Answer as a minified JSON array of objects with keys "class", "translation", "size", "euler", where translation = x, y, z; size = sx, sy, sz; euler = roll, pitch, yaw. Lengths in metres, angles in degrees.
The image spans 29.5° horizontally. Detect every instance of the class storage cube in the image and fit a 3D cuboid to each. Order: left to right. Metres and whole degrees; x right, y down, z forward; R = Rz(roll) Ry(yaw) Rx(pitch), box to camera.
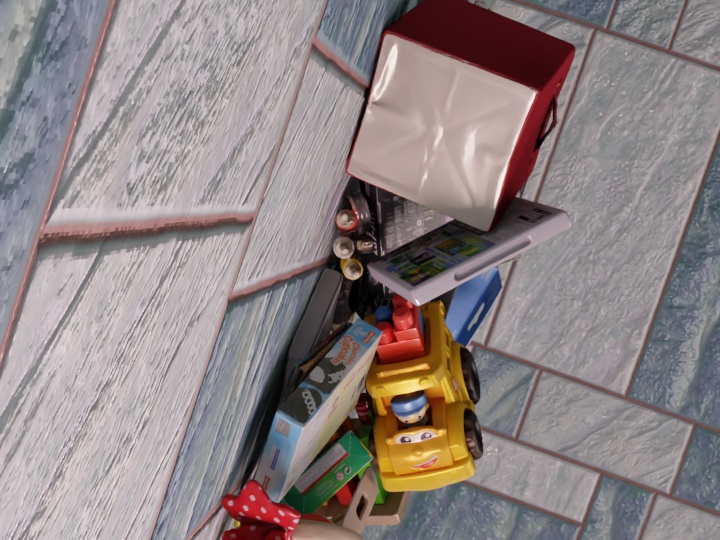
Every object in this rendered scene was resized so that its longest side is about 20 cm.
[{"class":"storage cube","translation":[0.106,-0.174,1.467],"size":[0.180,0.199,0.172],"euler":[-50,161,-59]}]

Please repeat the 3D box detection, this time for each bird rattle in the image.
[{"class":"bird rattle","translation":[-0.075,0.273,1.419],"size":[0.200,0.162,0.113],"euler":[119,-24,-57]}]

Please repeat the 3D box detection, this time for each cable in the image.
[{"class":"cable","translation":[-0.019,-0.037,1.590],"size":[0.200,0.050,0.098],"euler":[170,-88,-80]}]

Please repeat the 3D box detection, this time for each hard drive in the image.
[{"class":"hard drive","translation":[-0.065,0.109,1.615],"size":[0.201,0.026,0.132],"euler":[105,6,-51]}]

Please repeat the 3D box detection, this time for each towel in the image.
[{"class":"towel","translation":[-0.072,0.163,1.544],"size":[0.147,0.022,0.201],"euler":[-40,155,-61]}]

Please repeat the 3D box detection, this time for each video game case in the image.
[{"class":"video game case","translation":[0.111,-0.026,1.458],"size":[0.022,0.181,0.200],"euler":[65,-8,-13]}]

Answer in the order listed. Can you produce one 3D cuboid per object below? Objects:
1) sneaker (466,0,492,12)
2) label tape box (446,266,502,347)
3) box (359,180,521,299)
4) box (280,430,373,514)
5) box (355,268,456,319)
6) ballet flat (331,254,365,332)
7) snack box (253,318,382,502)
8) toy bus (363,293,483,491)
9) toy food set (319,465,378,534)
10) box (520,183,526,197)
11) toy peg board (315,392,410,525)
[{"class":"sneaker","translation":[0.081,-0.255,1.647],"size":[0.201,0.108,0.067],"euler":[-40,-150,-8]},{"class":"label tape box","translation":[0.117,0.006,1.839],"size":[0.201,0.066,0.144],"euler":[-99,-149,-51]},{"class":"box","translation":[0.098,-0.068,1.629],"size":[0.043,0.199,0.161],"euler":[33,-46,55]},{"class":"box","translation":[-0.063,0.254,1.623],"size":[0.117,0.048,0.200],"euler":[-40,177,-22]},{"class":"box","translation":[0.057,-0.007,1.787],"size":[0.200,0.086,0.165],"euler":[-131,-123,-68]},{"class":"ballet flat","translation":[0.000,0.000,1.743],"size":[0.067,0.056,0.201],"euler":[-61,169,-61]},{"class":"snack box","translation":[-0.045,0.149,1.489],"size":[0.200,0.037,0.117],"euler":[-47,161,-52]},{"class":"toy bus","translation":[0.061,0.128,1.602],"size":[0.201,0.135,0.193],"euler":[-90,165,-45]},{"class":"toy food set","translation":[-0.071,0.317,1.585],"size":[0.200,0.061,0.144],"euler":[-37,-171,23]},{"class":"box","translation":[0.164,-0.202,1.985],"size":[0.104,0.199,0.183],"euler":[-12,122,-83]},{"class":"toy peg board","translation":[-0.025,0.249,1.903],"size":[0.200,0.198,0.098],"euler":[-66,143,-50]}]
